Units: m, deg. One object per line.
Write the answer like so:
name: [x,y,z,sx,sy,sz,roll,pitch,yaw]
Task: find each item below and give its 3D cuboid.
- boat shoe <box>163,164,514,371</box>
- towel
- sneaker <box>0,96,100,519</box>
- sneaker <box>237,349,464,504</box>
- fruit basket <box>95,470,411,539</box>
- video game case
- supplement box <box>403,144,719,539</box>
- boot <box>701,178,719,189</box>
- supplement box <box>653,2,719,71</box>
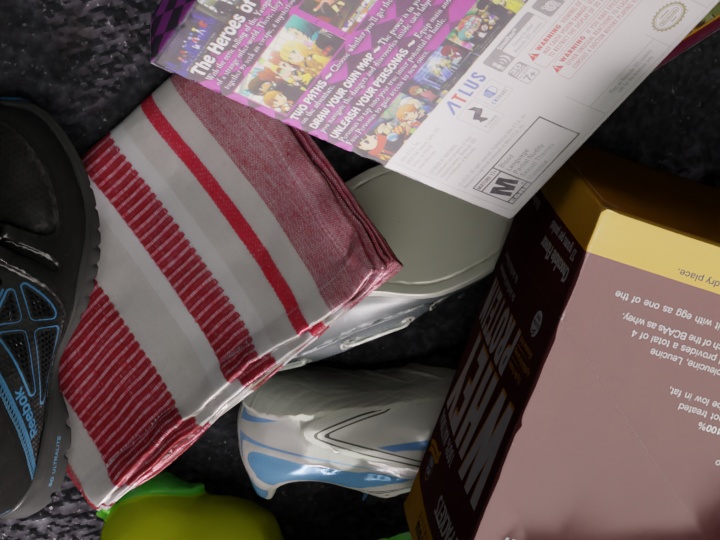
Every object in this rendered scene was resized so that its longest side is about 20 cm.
boat shoe: [0.000,0.000,0.850,0.199,0.073,0.062,-23,161,0]
towel: [-0.095,0.002,0.810,0.200,0.023,0.144,-40,78,16]
sneaker: [-0.171,0.019,0.786,0.073,0.082,0.201,1,90,24]
sneaker: [0.036,0.084,0.881,0.199,0.072,0.073,0,120,-2]
fruit basket: [-0.051,0.192,0.913,0.215,0.155,0.217,-2,86,25]
video game case: [0.045,-0.121,0.649,0.181,0.036,0.200,21,130,-27]
supplement box: [0.148,0.073,0.775,0.196,0.133,0.201,17,105,-10]
boot: [0.250,0.026,0.878,0.131,0.070,0.201,-19,107,8]
supplement box: [0.098,-0.145,0.754,0.199,0.086,0.110,-32,116,11]
